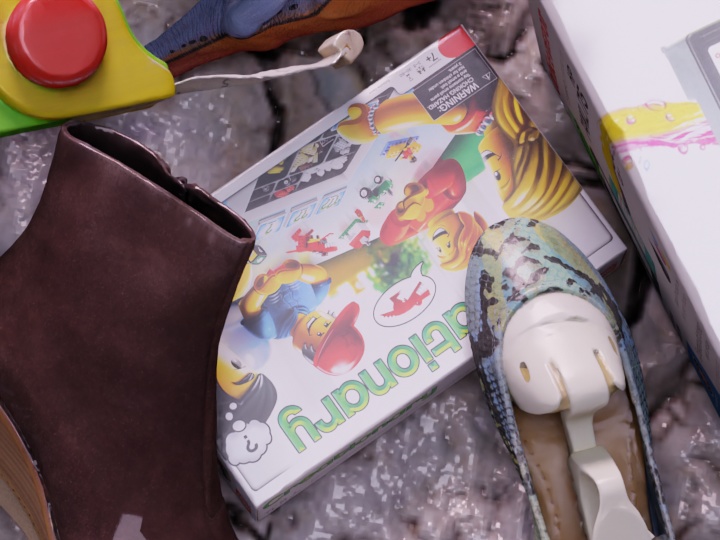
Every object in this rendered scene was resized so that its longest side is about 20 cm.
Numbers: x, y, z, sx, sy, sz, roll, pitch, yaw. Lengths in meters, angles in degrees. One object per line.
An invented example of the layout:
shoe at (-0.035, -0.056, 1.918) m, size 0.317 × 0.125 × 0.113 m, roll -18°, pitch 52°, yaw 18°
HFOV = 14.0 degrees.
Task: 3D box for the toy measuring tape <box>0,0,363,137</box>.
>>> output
toy measuring tape at (-0.097, -0.102, 1.231) m, size 0.199 × 0.074 × 0.074 m, roll -13°, pitch 74°, yaw -21°

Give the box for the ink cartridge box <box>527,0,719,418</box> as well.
ink cartridge box at (0.176, -0.057, 1.231) m, size 0.145 × 0.147 × 0.201 m, roll -26°, pitch 75°, yaw 1°

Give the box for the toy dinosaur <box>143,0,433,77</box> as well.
toy dinosaur at (-0.034, -0.121, 1.280) m, size 0.200 × 0.105 × 0.182 m, roll 43°, pitch 105°, yaw 4°

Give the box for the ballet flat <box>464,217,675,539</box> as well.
ballet flat at (0.096, 0.072, 1.223) m, size 0.074 × 0.074 × 0.201 m, roll -18°, pitch 88°, yaw -5°

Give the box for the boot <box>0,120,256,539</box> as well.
boot at (-0.081, 0.056, 1.205) m, size 0.200 × 0.072 × 0.167 m, roll 37°, pitch 118°, yaw 16°

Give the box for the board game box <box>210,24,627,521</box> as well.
board game box at (0.000, 0.000, 1.279) m, size 0.199 × 0.035 × 0.127 m, roll -35°, pitch 78°, yaw -9°
